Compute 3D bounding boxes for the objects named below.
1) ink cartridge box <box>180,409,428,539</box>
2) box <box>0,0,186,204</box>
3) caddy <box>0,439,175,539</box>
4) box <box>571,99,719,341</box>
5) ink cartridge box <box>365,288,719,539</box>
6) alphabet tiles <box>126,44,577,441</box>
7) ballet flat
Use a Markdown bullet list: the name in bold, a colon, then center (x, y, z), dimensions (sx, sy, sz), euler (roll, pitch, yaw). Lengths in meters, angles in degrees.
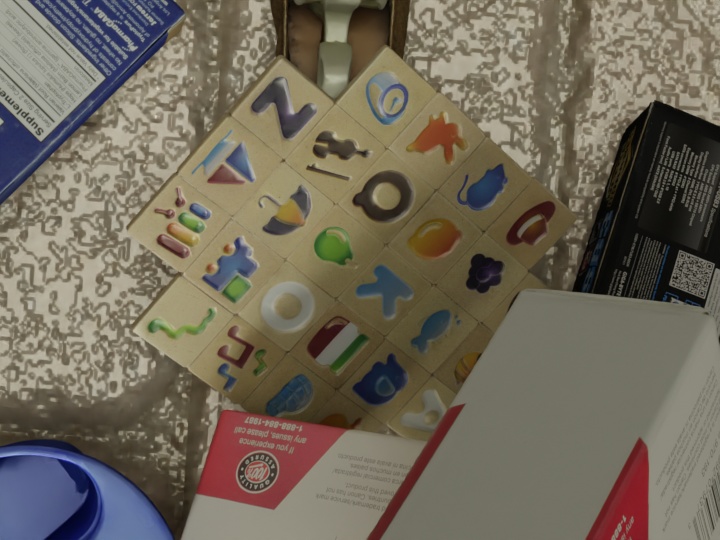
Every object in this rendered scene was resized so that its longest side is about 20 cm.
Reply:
- **ink cartridge box**: center (-0.013, 0.173, 0.705), dimensions (0.145, 0.085, 0.201), euler (5, 69, 37)
- **box**: center (-0.190, -0.087, 0.764), dimensions (0.121, 0.032, 0.200), euler (44, 73, -5)
- **caddy**: center (-0.168, 0.165, 0.758), dimensions (0.200, 0.105, 0.142), euler (-40, 93, -1)
- **box**: center (0.190, 0.049, 0.783), dimensions (0.197, 0.050, 0.201), euler (21, 73, -5)
- **ink cartridge box**: center (0.090, 0.131, 0.646), dimensions (0.083, 0.145, 0.201), euler (7, 133, 32)
- **alphabet tiles**: center (0.000, 0.000, 0.764), dimensions (0.200, 0.006, 0.167), euler (38, 98, -31)
- **ballet flat**: center (-0.012, -0.098, 0.777), dimensions (0.067, 0.072, 0.202), euler (5, 91, -3)
